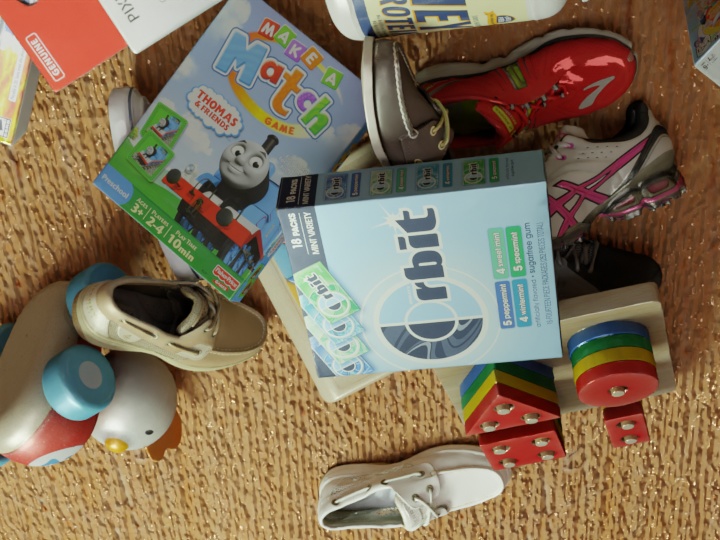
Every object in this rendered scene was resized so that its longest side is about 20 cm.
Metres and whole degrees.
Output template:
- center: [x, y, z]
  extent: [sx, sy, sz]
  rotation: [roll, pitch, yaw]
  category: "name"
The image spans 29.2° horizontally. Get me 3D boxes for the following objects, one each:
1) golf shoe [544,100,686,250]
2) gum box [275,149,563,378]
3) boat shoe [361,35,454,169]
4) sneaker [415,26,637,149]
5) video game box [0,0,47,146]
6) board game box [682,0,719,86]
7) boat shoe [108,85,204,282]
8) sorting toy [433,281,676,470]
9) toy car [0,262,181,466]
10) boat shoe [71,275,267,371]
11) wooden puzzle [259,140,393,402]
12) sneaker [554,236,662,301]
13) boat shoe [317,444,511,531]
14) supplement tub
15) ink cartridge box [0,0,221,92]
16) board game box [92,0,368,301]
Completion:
- center: [0.162, -0.067, 1.118]
  extent: [0.198, 0.073, 0.093]
  rotation: [-24, 97, -14]
  category: "golf shoe"
- center: [0.049, -0.001, 1.055]
  extent: [0.197, 0.045, 0.171]
  rotation: [-6, 129, 8]
  category: "gum box"
- center: [0.043, -0.099, 1.048]
  extent: [0.059, 0.072, 0.201]
  rotation: [-2, 140, 14]
  category: "boat shoe"
- center: [0.125, -0.130, 1.100]
  extent: [0.198, 0.085, 0.078]
  rotation: [-14, 122, 18]
  category: "sneaker"
- center: [-0.339, -0.224, 1.112]
  extent: [0.180, 0.047, 0.202]
  rotation: [18, 113, -1]
  category: "video game box"
- center: [0.309, -0.235, 0.972]
  extent: [0.034, 0.135, 0.200]
  rotation: [33, 122, -14]
  category: "board game box"
- center: [-0.156, -0.078, 1.195]
  extent: [0.065, 0.074, 0.201]
  rotation: [-12, 132, 11]
  category: "boat shoe"
- center: [0.172, 0.102, 1.198]
  extent: [0.197, 0.070, 0.199]
  rotation: [-12, 151, 11]
  category: "sorting toy"
- center: [-0.240, 0.125, 1.289]
  extent: [0.183, 0.178, 0.199]
  rotation: [-29, 129, 36]
  category: "toy car"
- center: [-0.154, 0.045, 1.220]
  extent: [0.198, 0.072, 0.064]
  rotation: [8, 158, -42]
  category: "boat shoe"
- center: [0.000, 0.000, 1.197]
  extent: [0.199, 0.037, 0.187]
  rotation: [-28, 92, 26]
  category: "wooden puzzle"
- center: [0.155, -0.022, 1.177]
  extent: [0.197, 0.075, 0.117]
  rotation: [-3, 121, 12]
  category: "sneaker"
- center: [0.052, 0.225, 1.360]
  extent: [0.198, 0.070, 0.071]
  rotation: [-13, 120, 16]
  category: "boat shoe"
- center: [0.074, -0.247, 0.993]
  extent: [0.197, 0.146, 0.146]
  rotation: [-5, 123, 12]
  category: "supplement tub"
- center: [-0.221, -0.253, 1.048]
  extent: [0.172, 0.044, 0.201]
  rotation: [-30, 113, 9]
  category: "ink cartridge box"
- center: [-0.096, -0.101, 1.103]
  extent: [0.151, 0.037, 0.201]
  rotation: [39, 94, 8]
  category: "board game box"
